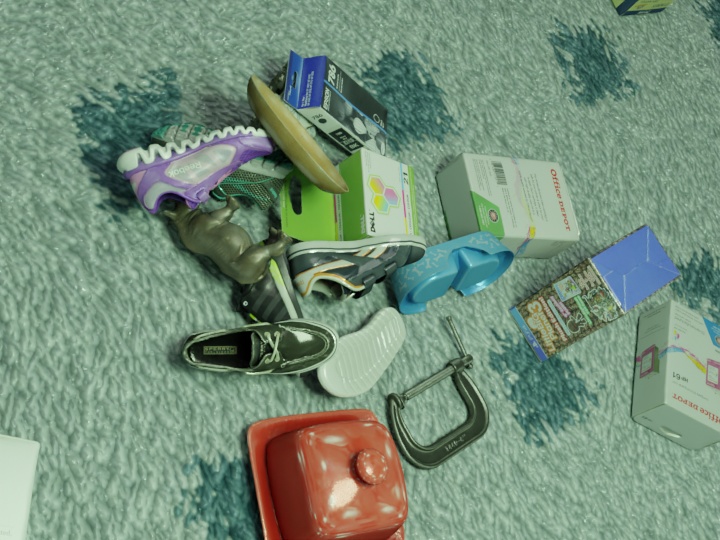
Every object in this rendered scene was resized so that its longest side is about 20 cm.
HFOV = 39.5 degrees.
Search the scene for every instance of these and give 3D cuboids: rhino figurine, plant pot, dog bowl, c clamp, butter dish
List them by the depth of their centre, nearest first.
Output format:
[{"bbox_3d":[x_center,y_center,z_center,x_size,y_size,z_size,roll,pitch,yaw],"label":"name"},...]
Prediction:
[{"bbox_3d":[-0.017,0.258,1.239,0.200,0.148,0.200,-1,68,-31],"label":"butter dish"},{"bbox_3d":[-0.189,-0.056,1.314,0.200,0.060,0.088,33,83,15],"label":"rhino figurine"},{"bbox_3d":[-0.089,-0.175,1.339,0.200,0.027,0.200,50,7,-8],"label":"plant pot"},{"bbox_3d":[0.107,0.182,1.432,0.200,0.027,0.171,-32,90,-39],"label":"c clamp"},{"bbox_3d":[0.132,-0.001,1.478,0.200,0.112,0.050,-18,63,-28],"label":"dog bowl"}]

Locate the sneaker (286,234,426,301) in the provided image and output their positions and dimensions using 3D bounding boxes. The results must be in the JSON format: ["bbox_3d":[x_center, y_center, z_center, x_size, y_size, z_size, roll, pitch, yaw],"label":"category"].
[{"bbox_3d":[0.000,0.000,1.371,0.199,0.078,0.080,-6,71,-18],"label":"sneaker"}]

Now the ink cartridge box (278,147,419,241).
[{"bbox_3d":[-0.016,-0.100,1.440,0.200,0.076,0.148,18,57,-38],"label":"ink cartridge box"}]

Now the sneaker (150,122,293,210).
[{"bbox_3d":[-0.196,-0.139,1.377,0.199,0.091,0.078,19,25,4],"label":"sneaker"}]

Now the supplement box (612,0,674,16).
[{"bbox_3d":[0.588,-0.656,2.025,0.134,0.200,0.200,-15,76,-34],"label":"supplement box"}]

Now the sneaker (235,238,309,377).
[{"bbox_3d":[-0.123,0.054,1.343,0.083,0.072,0.200,-17,76,-6],"label":"sneaker"}]

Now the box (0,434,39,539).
[{"bbox_3d":[-0.437,0.253,0.956,0.200,0.199,0.172,14,60,-27],"label":"box"}]

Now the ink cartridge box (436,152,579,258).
[{"bbox_3d":[0.237,-0.101,1.610,0.200,0.084,0.145,2,66,-30],"label":"ink cartridge box"}]

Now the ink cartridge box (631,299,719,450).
[{"bbox_3d":[0.531,0.173,1.650,0.144,0.085,0.200,26,57,-18],"label":"ink cartridge box"}]

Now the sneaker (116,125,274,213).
[{"bbox_3d":[-0.203,-0.125,1.280,0.200,0.080,0.089,-16,84,-10],"label":"sneaker"}]

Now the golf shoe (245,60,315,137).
[{"bbox_3d":[-0.107,-0.217,1.471,0.097,0.078,0.200,37,54,-18],"label":"golf shoe"}]

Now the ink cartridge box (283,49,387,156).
[{"bbox_3d":[-0.033,-0.247,1.505,0.200,0.039,0.100,32,52,-42],"label":"ink cartridge box"}]

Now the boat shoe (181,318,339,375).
[{"bbox_3d":[-0.124,0.101,1.260,0.199,0.064,0.071,-5,89,-6],"label":"boat shoe"}]

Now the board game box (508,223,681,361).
[{"bbox_3d":[0.358,0.036,1.540,0.159,0.200,0.097,-26,80,-38],"label":"board game box"}]

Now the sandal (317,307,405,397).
[{"bbox_3d":[-0.002,0.118,1.384,0.203,0.050,0.083,-32,100,-50],"label":"sandal"}]
